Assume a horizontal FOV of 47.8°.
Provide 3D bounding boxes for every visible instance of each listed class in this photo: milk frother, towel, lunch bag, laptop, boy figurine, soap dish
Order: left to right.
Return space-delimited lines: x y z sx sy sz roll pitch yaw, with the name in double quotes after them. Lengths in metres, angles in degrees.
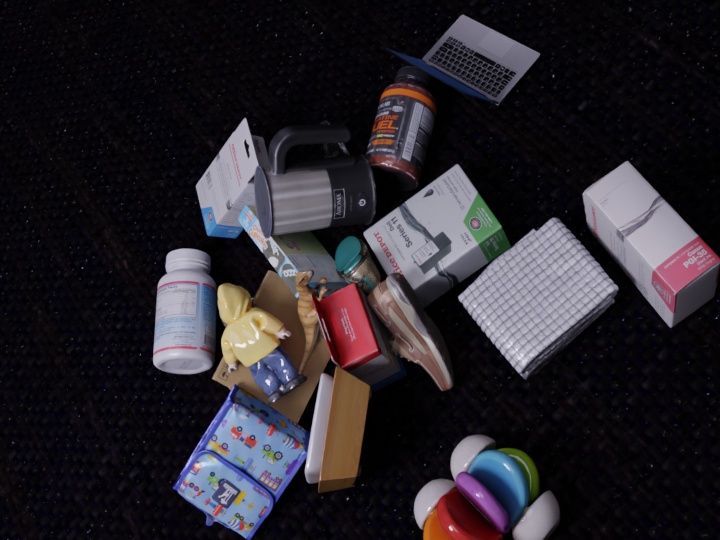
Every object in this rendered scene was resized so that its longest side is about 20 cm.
-0.193 0.314 1.288 0.149 0.094 0.202 32 96 -7 "lunch bag"
-0.172 0.114 1.295 0.123 0.064 0.202 -37 85 17 "boy figurine"
-0.092 -0.160 1.386 0.183 0.199 0.186 -8 99 -19 "milk frother"
-0.034 0.247 1.222 0.079 0.201 0.161 9 70 0 "soap dish"
0.179 -0.377 1.405 0.186 0.116 0.201 36 78 28 "laptop"
0.272 0.041 1.239 0.199 0.086 0.167 -41 59 4 "towel"

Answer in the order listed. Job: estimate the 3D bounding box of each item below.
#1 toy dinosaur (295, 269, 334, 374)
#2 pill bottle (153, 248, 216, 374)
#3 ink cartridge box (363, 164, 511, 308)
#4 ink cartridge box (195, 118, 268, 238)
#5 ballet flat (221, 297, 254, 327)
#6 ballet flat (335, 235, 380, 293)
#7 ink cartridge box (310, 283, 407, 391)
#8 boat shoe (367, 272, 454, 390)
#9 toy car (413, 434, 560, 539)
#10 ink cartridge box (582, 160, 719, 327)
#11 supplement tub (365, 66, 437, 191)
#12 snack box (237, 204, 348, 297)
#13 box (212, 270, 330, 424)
-0.077 0.074 1.320 0.104 0.205 0.060 -18 33 -26 "toy dinosaur"
-0.308 0.071 1.440 0.106 0.109 0.205 -10 66 17 "pill bottle"
0.123 -0.050 1.331 0.198 0.083 0.148 -36 61 6 "ink cartridge box"
-0.217 -0.163 1.465 0.200 0.066 0.118 -43 54 39 "ink cartridge box"
-0.155 0.074 1.401 0.195 0.072 0.074 -8 67 18 "ballet flat"
0.000 0.000 1.345 0.068 0.200 0.075 -43 105 4 "ballet flat"
-0.001 0.101 1.252 0.066 0.200 0.118 -25 64 9 "ink cartridge box"
0.079 0.102 1.260 0.071 0.076 0.203 -29 97 15 "boat shoe"
0.166 0.331 1.127 0.201 0.150 0.174 -48 61 -2 "toy car"
0.417 -0.038 1.174 0.082 0.147 0.202 -35 62 3 "ink cartridge box"
0.074 -0.249 1.416 0.104 0.107 0.205 7 72 23 "supplement tub"
-0.115 -0.035 1.400 0.201 0.115 0.037 50 120 29 "snack box"
-0.129 0.128 1.349 0.161 0.021 0.203 29 79 -8 "box"
